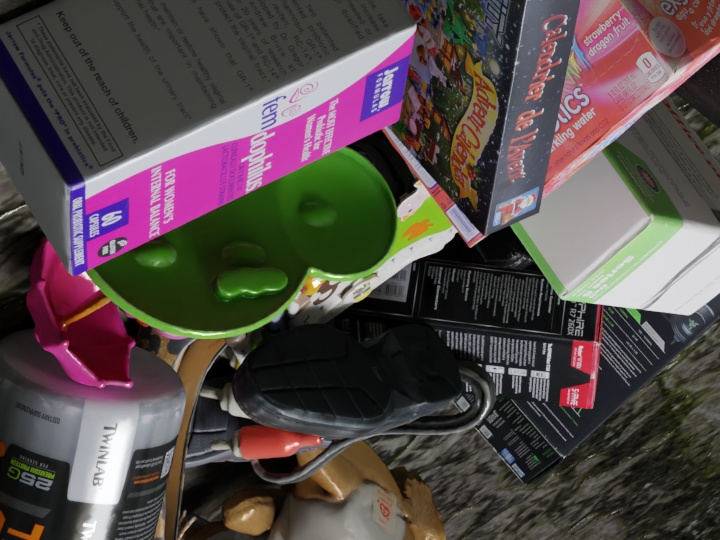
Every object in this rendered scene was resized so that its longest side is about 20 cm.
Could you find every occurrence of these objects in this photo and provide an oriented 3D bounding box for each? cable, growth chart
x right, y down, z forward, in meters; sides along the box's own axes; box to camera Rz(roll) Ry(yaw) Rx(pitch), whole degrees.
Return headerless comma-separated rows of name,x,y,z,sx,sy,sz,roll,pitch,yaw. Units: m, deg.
cable,-0.010,0.100,1.854,0.199,0.098,0.050,4,-171,26
growth chart,0.000,0.000,1.714,0.200,0.018,0.145,-36,164,1

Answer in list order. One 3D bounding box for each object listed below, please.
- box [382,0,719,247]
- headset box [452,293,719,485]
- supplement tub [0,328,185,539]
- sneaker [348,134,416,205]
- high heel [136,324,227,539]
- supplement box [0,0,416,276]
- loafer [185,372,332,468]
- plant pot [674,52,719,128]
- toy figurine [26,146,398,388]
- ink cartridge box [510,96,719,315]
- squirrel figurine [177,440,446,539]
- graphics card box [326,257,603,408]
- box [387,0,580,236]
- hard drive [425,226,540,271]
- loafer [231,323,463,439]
box,0.111,-0.114,1.575,0.095,0.103,0.200,-34,174,-44
headset box,0.174,0.048,2.036,0.200,0.093,0.174,-41,176,-12
supplement tub,-0.182,0.146,1.700,0.122,0.122,0.201,-5,114,-50
sneaker,-0.015,-0.060,1.669,0.099,0.071,0.200,-29,163,-17
high heel,-0.098,0.090,1.771,0.200,0.143,0.071,-38,158,15
supplement box,-0.083,-0.098,1.434,0.199,0.104,0.101,-28,159,-16
loafer,-0.062,0.096,1.947,0.199,0.072,0.063,-10,170,-19
plant pot,0.256,-0.169,1.645,0.199,0.178,0.200,-40,159,21
toy figurine,-0.105,-0.002,1.580,0.199,0.151,0.184,0,158,-27
ink cartridge box,0.161,-0.054,1.807,0.084,0.146,0.200,-42,157,20
squirrel figurine,-0.046,0.206,2.098,0.186,0.142,0.200,-25,172,31
graphics card box,0.059,0.038,1.861,0.199,0.051,0.126,6,158,5
box,0.051,-0.134,1.431,0.038,0.137,0.201,-22,144,-25
hard drive,0.054,0.040,2.023,0.200,0.038,0.139,-45,156,29
loafer,-0.018,0.078,1.739,0.072,0.073,0.200,-35,158,30
